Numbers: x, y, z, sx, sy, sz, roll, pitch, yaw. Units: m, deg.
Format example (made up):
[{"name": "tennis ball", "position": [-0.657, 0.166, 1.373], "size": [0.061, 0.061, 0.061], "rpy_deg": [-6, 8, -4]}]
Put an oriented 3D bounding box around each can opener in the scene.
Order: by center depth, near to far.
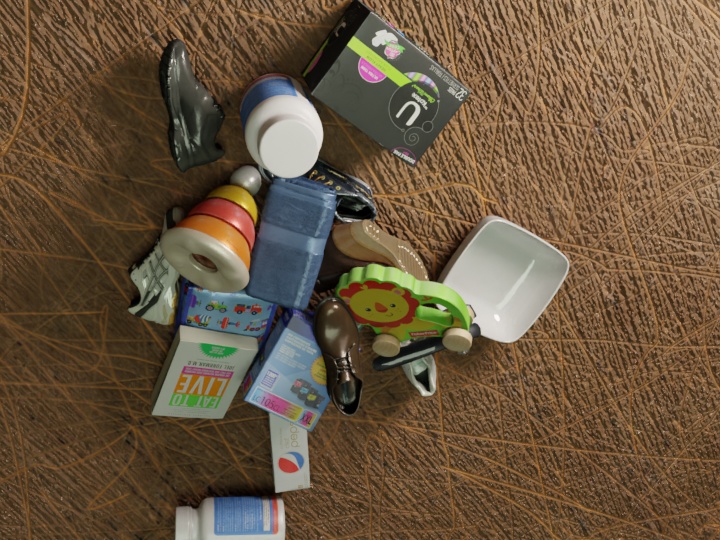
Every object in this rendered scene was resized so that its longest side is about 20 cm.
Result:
[{"name": "can opener", "position": [0.113, 0.128, 1.541], "size": [0.199, 0.079, 0.063], "rpy_deg": [-25, 163, 6]}]

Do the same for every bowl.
[{"name": "bowl", "position": [0.237, 0.010, 1.567], "size": [0.199, 0.075, 0.201], "rpy_deg": [27, 107, -22]}]

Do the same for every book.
[{"name": "book", "position": [-0.267, 0.176, 1.528], "size": [0.132, 0.048, 0.201], "rpy_deg": [10, 133, -21]}]

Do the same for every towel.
[{"name": "towel", "position": [-0.107, -0.045, 1.401], "size": [0.111, 0.049, 0.202], "rpy_deg": [18, 103, 9]}]

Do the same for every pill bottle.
[{"name": "pill bottle", "position": [-0.116, -0.209, 1.311], "size": [0.111, 0.200, 0.113], "rpy_deg": [-4, 116, -9]}, {"name": "pill bottle", "position": [-0.244, 0.478, 1.676], "size": [0.198, 0.112, 0.113], "rpy_deg": [2, 115, -12]}]

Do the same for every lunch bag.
[{"name": "lunch bag", "position": [-0.231, 0.089, 1.512], "size": [0.149, 0.094, 0.201], "rpy_deg": [7, 123, -17]}]

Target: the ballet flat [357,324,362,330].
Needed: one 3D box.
[{"name": "ballet flat", "position": [0.008, 0.037, 1.536], "size": [0.063, 0.068, 0.201], "rpy_deg": [26, 109, -30]}]

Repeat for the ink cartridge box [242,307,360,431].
[{"name": "ink cartridge box", "position": [-0.093, 0.146, 1.500], "size": [0.136, 0.076, 0.201], "rpy_deg": [27, 98, -17]}]

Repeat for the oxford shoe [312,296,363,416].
[{"name": "oxford shoe", "position": [-0.027, 0.138, 1.425], "size": [0.072, 0.084, 0.202], "rpy_deg": [-15, 111, -7]}]

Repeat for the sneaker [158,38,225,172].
[{"name": "sneaker", "position": [-0.251, -0.250, 1.353], "size": [0.090, 0.076, 0.201], "rpy_deg": [-13, 125, -16]}]

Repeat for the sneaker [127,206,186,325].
[{"name": "sneaker", "position": [-0.328, -0.008, 1.445], "size": [0.087, 0.076, 0.202], "rpy_deg": [11, 108, -7]}]

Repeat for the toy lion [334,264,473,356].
[{"name": "toy lion", "position": [0.065, 0.057, 1.435], "size": [0.198, 0.069, 0.192], "rpy_deg": [-6, 140, 22]}]

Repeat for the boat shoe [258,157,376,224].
[{"name": "boat shoe", "position": [-0.064, -0.134, 1.427], "size": [0.199, 0.091, 0.071], "rpy_deg": [19, 111, -19]}]

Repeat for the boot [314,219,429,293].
[{"name": "boot", "position": [0.000, 0.000, 1.472], "size": [0.166, 0.073, 0.200], "rpy_deg": [-25, 131, 33]}]

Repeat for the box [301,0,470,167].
[{"name": "box", "position": [0.035, -0.283, 1.357], "size": [0.199, 0.125, 0.149], "rpy_deg": [32, 105, -24]}]

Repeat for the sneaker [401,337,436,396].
[{"name": "sneaker", "position": [0.093, 0.137, 1.597], "size": [0.070, 0.080, 0.201], "rpy_deg": [-26, 116, 4]}]

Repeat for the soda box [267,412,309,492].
[{"name": "soda box", "position": [-0.131, 0.304, 1.641], "size": [0.067, 0.064, 0.202], "rpy_deg": [-5, 117, -9]}]

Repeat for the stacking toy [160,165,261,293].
[{"name": "stacking toy", "position": [-0.203, -0.079, 1.390], "size": [0.145, 0.201, 0.147], "rpy_deg": [19, 149, 12]}]
